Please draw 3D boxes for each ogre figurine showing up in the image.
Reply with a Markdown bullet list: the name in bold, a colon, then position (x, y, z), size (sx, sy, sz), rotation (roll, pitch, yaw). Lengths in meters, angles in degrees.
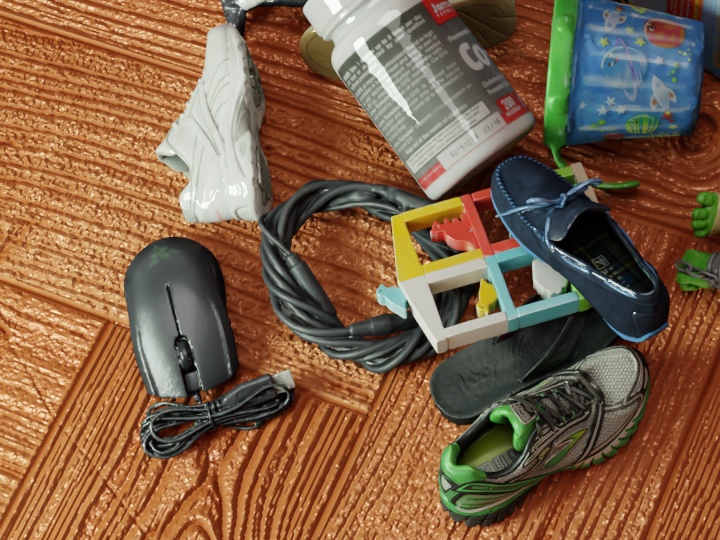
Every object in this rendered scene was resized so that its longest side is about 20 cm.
- **ogre figurine**: position (0.359, -0.052, 1.650), size (0.200, 0.099, 0.120), rotation (-37, 44, -28)

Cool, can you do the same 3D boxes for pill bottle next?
- **pill bottle**: position (0.048, -0.171, 1.708), size (0.114, 0.114, 0.200), rotation (-36, 87, -11)

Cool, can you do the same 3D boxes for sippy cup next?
- **sippy cup**: position (0.225, -0.168, 1.708), size (0.129, 0.179, 0.140), rotation (6, 39, 6)

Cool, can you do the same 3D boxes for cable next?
- **cable**: position (0.000, 0.000, 1.706), size (0.199, 0.051, 0.164), rotation (21, 72, 14)

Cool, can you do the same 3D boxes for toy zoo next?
- **toy zoo**: position (0.108, -0.008, 1.647), size (0.199, 0.021, 0.132), rotation (-15, 56, -5)

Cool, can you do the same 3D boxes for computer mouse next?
- **computer mouse**: position (-0.145, 0.048, 1.696), size (0.138, 0.053, 0.201), rotation (-20, 61, -1)

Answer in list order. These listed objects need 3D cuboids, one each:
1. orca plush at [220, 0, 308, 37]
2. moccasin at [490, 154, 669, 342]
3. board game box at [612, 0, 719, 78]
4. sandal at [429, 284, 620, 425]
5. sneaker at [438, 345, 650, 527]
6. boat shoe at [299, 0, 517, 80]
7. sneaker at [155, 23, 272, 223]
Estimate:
- **orca plush**: position (-0.028, -0.253, 1.829), size (0.199, 0.071, 0.106), rotation (-27, 49, 18)
- **moccasin**: position (0.181, -0.033, 1.602), size (0.080, 0.068, 0.200), rotation (-37, 61, -19)
- **board game box**: position (0.264, -0.287, 1.725), size (0.196, 0.200, 0.056), rotation (39, 69, 24)
- **sandal**: position (0.146, 0.056, 1.647), size (0.200, 0.048, 0.075), rotation (-35, 63, -10)
- **sneaker**: position (0.148, 0.125, 1.590), size (0.200, 0.085, 0.078), rotation (-36, 63, -11)
- **boat shoe**: position (0.044, -0.223, 1.806), size (0.199, 0.074, 0.069), rotation (-9, 38, 12)
- **sneaker**: position (-0.135, -0.131, 1.778), size (0.099, 0.078, 0.201), rotation (-10, 59, 9)
